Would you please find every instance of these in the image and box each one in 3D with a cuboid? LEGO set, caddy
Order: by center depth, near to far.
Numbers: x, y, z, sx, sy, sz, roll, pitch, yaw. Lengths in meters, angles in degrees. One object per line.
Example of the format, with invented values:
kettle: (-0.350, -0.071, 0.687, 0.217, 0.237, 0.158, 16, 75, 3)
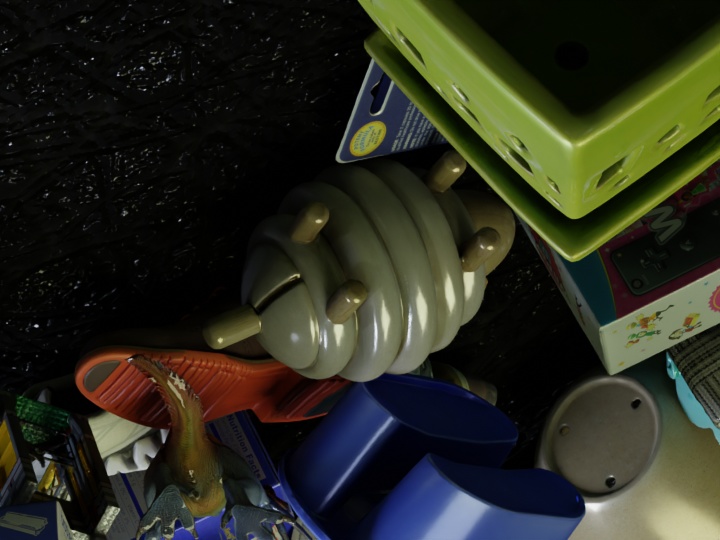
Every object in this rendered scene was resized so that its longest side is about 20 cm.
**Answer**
LEGO set: (-0.229, 0.138, 1.474, 0.200, 0.116, 0.154, 29, 106, -29)
caddy: (0.038, 0.141, 1.572, 0.105, 0.141, 0.200, -52, 149, 16)

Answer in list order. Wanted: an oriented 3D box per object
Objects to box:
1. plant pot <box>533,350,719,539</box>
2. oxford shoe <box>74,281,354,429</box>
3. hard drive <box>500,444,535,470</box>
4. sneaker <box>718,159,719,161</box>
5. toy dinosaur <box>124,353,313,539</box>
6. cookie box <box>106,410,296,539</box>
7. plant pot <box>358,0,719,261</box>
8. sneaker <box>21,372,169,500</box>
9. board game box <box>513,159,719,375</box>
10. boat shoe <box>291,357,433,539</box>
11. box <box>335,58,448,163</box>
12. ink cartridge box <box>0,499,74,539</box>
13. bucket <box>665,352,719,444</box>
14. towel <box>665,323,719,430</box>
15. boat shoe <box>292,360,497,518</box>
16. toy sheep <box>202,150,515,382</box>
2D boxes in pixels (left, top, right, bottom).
plant pot: (0.194, 0.134, 1.801, 0.200, 0.200, 0.134, -38, 142, 16)
oxford shoe: (-0.089, 0.046, 1.562, 0.200, 0.073, 0.071, 6, 144, -44)
hard drive: (0.048, 0.200, 1.854, 0.140, 0.038, 0.200, -48, 168, 30)
sneaker: (0.157, -0.093, 1.502, 0.200, 0.060, 0.104, -24, 154, -2)
toy dinosaur: (-0.079, 0.118, 1.543, 0.105, 0.182, 0.200, -4, 104, -3)
cookie box: (-0.142, 0.188, 1.721, 0.200, 0.075, 0.171, -24, 149, -8)
plant pot: (0.113, -0.135, 1.312, 0.199, 0.200, 0.182, -37, 158, -13)
sneaker: (-0.196, 0.111, 1.580, 0.200, 0.075, 0.081, -37, 141, -1)
board game box: (0.199, -0.050, 1.574, 0.200, 0.148, 0.064, -27, 150, -4)
boat shoe: (0.007, 0.139, 1.704, 0.062, 0.073, 0.200, 6, 96, -68)
box: (0.081, -0.123, 1.483, 0.200, 0.032, 0.121, -12, 145, -28)
ink cartridge box: (-0.192, 0.187, 1.448, 0.094, 0.044, 0.200, -7, 152, 0)
bucket: (0.293, 0.013, 1.699, 0.207, 0.207, 0.135, -23, 148, -9)
towel: (0.257, -0.026, 1.612, 0.200, 0.193, 0.035, -29, 150, 3)
boat shoe: (0.022, 0.142, 1.789, 0.066, 0.072, 0.201, 12, 126, -41)
toy sheep: (0.000, 0.000, 1.507, 0.200, 0.138, 0.138, -16, 147, -24)
